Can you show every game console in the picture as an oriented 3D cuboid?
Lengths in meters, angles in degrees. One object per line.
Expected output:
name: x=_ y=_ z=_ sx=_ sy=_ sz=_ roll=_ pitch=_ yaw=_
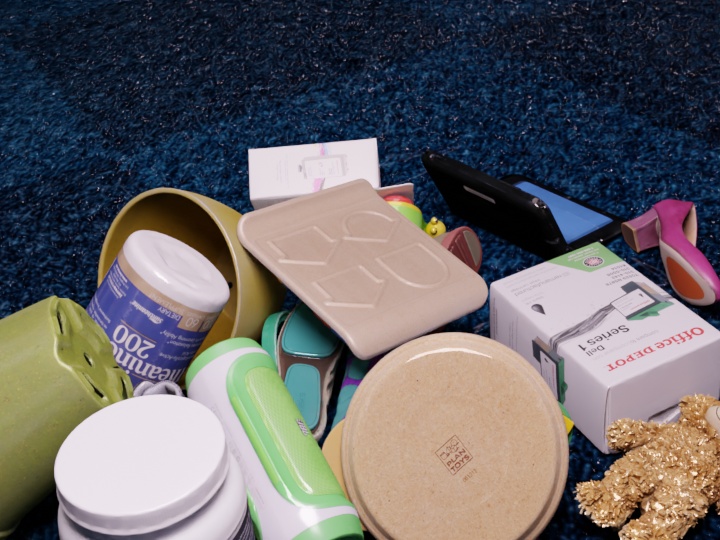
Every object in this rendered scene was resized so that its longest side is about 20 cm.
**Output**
game console: x=0.199 y=-0.097 z=1.313 sx=0.199 sy=0.176 sz=0.117 roll=29 pitch=74 yaw=42

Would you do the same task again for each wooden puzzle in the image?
wooden puzzle: x=0.000 y=0.000 z=1.073 sx=0.183 sy=0.047 sz=0.200 roll=-20 pitch=52 yaw=-38

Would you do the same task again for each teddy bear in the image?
teddy bear: x=0.274 y=0.173 z=0.934 sx=0.197 sy=0.068 sz=0.145 roll=-18 pitch=38 yaw=-17

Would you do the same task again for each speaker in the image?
speaker: x=-0.074 y=0.154 z=0.897 sx=0.087 sy=0.089 sz=0.201 roll=-20 pitch=57 yaw=-21

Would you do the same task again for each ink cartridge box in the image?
ink cartridge box: x=-0.033 y=-0.107 z=1.345 sx=0.196 sy=0.117 sz=0.069 roll=-4 pitch=74 yaw=1
ink cartridge box: x=0.240 y=0.070 z=1.076 sx=0.144 sy=0.086 sz=0.200 roll=-20 pitch=35 yaw=-20

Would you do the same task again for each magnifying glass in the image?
magnifying glass: x=-0.079 y=0.124 z=1.065 sx=0.022 sy=0.080 sz=0.202 roll=-12 pitch=42 yaw=19

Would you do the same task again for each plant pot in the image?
plant pot: x=-0.159 y=0.015 z=1.152 sx=0.197 sy=0.204 sz=0.141 roll=17 pitch=12 yaw=31
plant pot: x=-0.298 y=0.122 z=0.920 sx=0.188 sy=0.201 sz=0.201 roll=-32 pitch=35 yaw=3

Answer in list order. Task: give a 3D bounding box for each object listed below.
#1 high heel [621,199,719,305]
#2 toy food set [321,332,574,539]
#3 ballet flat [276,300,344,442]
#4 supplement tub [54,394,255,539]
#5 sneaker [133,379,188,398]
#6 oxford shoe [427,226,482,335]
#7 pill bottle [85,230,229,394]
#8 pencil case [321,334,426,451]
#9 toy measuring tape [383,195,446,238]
high heel: x=0.375 y=-0.029 z=1.217 sx=0.095 sy=0.068 sz=0.201 roll=-21 pitch=32 yaw=-4
toy food set: x=0.078 y=0.155 z=0.905 sx=0.196 sy=0.049 sz=0.202 roll=34 pitch=86 yaw=8
ballet flat: x=-0.055 y=0.104 z=1.056 sx=0.066 sy=0.063 sz=0.202 roll=12 pitch=41 yaw=2
supplement tub: x=-0.147 y=0.211 z=0.816 sx=0.137 sy=0.203 sz=0.141 roll=-3 pitch=33 yaw=2
sneaker: x=-0.151 y=0.139 z=1.004 sx=0.074 sy=0.116 sz=0.200 roll=15 pitch=38 yaw=28
oxford shoe: x=0.062 y=0.027 z=1.205 sx=0.074 sy=0.071 sz=0.200 roll=-12 pitch=23 yaw=45
pill bottle: x=-0.217 y=0.074 z=1.030 sx=0.110 sy=0.202 sz=0.111 roll=31 pitch=15 yaw=-9
pencil case: x=0.017 y=0.118 z=1.032 sx=0.083 sy=0.094 sz=0.201 roll=0 pitch=33 yaw=8
toy measuring tape: x=0.004 y=-0.055 z=1.305 sx=0.196 sy=0.075 sz=0.074 roll=3 pitch=34 yaw=7
